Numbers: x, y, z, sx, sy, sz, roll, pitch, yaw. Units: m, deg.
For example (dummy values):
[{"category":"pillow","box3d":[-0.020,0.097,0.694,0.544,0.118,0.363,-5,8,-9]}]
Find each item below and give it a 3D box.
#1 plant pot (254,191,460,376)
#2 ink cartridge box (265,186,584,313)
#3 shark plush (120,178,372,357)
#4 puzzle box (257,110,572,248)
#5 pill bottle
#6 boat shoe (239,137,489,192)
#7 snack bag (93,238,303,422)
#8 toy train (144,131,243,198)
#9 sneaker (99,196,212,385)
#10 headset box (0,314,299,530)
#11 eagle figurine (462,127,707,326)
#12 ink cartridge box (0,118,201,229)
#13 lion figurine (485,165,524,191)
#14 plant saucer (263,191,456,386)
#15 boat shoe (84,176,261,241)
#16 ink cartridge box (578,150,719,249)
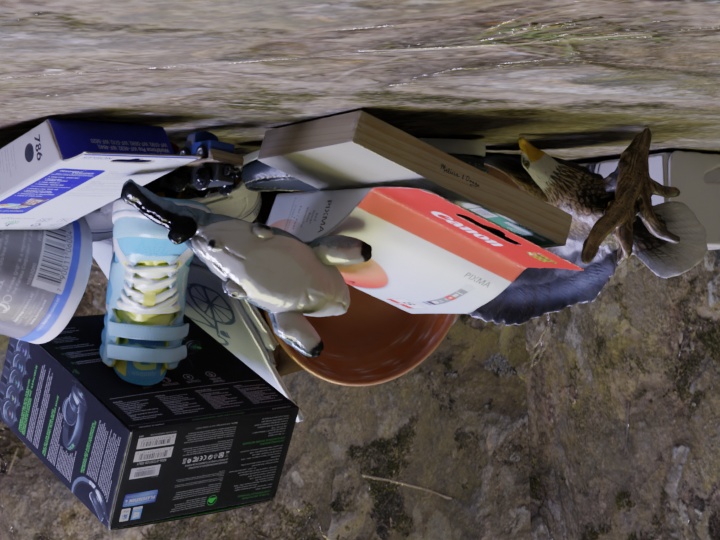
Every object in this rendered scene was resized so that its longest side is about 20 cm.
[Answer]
[{"category":"plant pot","box3d":[-0.015,-0.007,1.621,0.197,0.202,0.200,-9,180,-15]},{"category":"ink cartridge box","box3d":[0.043,-0.010,1.285,0.161,0.051,0.199,25,169,-32]},{"category":"shark plush","box3d":[-0.089,-0.003,1.239,0.199,0.092,0.083,14,-173,-27]},{"category":"puzzle box","box3d":[0.040,-0.060,1.252,0.199,0.026,0.133,24,165,-31]},{"category":"pill bottle","box3d":[-0.318,-0.022,1.324,0.199,0.115,0.113,20,166,-34]},{"category":"boat shoe","box3d":[0.002,-0.070,1.360,0.198,0.062,0.075,-2,177,-3]},{"category":"snack bag","box3d":[-0.144,0.051,1.550,0.188,0.201,0.021,14,-127,40]},{"category":"toy train","box3d":[-0.156,-0.077,1.300,0.034,0.046,0.199,11,172,-42]},{"category":"sneaker","box3d":[-0.160,0.019,1.330,0.079,0.132,0.200,5,168,-6]},{"category":"headset box","box3d":[-0.183,0.113,1.426,0.173,0.093,0.200,-4,-151,-43]},{"category":"eagle figurine","box3d":[0.163,-0.047,1.373,0.151,0.152,0.200,-13,174,-31]},{"category":"ink cartridge box","box3d":[-0.209,-0.071,1.223,0.099,0.040,0.199,0,167,-42]},{"category":"lion figurine","box3d":[0.080,-0.057,1.489,0.199,0.123,0.072,-19,-179,-40]},{"category":"plant saucer","box3d":[0.000,0.000,1.513,0.199,0.202,0.037,-1,-171,-25]},{"category":"boat shoe","box3d":[-0.182,-0.068,1.413,0.198,0.071,0.070,1,154,3]},{"category":"ink cartridge box","box3d":[0.256,-0.058,1.597,0.144,0.085,0.199,-1,178,-38]}]
